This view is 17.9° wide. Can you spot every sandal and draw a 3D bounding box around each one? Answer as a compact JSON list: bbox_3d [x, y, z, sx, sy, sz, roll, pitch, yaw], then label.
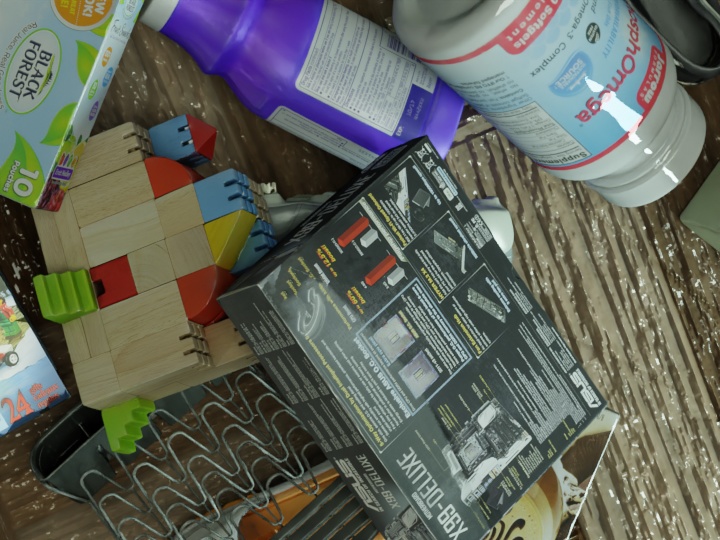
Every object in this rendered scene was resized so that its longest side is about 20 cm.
[{"bbox_3d":[-0.053,0.171,1.381,0.206,0.059,0.079,-35,96,26],"label":"sandal"}]

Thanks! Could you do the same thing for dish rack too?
[{"bbox_3d":[-0.085,0.127,1.351,0.153,0.200,0.055,-42,141,-5],"label":"dish rack"}]

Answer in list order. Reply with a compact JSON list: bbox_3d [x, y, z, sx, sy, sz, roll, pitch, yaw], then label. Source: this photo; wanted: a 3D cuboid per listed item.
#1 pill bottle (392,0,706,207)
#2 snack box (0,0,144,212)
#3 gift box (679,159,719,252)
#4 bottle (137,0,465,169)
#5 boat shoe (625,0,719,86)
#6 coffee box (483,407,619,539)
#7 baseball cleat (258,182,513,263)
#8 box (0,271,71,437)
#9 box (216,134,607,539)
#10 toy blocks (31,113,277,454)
[{"bbox_3d":[0.119,-0.124,1.372,0.200,0.109,0.109,38,89,-36],"label":"pill bottle"},{"bbox_3d":[-0.240,-0.136,1.305,0.200,0.053,0.143,23,94,9],"label":"snack box"},{"bbox_3d":[0.343,-0.038,1.415,0.200,0.187,0.185,31,91,-14],"label":"gift box"},{"bbox_3d":[-0.035,-0.125,1.375,0.200,0.065,0.084,26,58,-15],"label":"bottle"},{"bbox_3d":[0.174,-0.205,1.417,0.073,0.063,0.200,-31,102,-4],"label":"boat shoe"},{"bbox_3d":[0.066,0.157,1.434,0.113,0.080,0.200,21,93,-14],"label":"coffee box"},{"bbox_3d":[0.000,0.000,1.400,0.199,0.070,0.107,-1,90,-12],"label":"baseball cleat"},{"bbox_3d":[-0.293,0.065,1.364,0.200,0.038,0.137,-30,103,-7],"label":"box"},{"bbox_3d":[0.034,0.048,1.316,0.158,0.050,0.200,-43,103,-34],"label":"box"},{"bbox_3d":[-0.110,-0.012,1.334,0.136,0.100,0.201,-21,75,14],"label":"toy blocks"}]
